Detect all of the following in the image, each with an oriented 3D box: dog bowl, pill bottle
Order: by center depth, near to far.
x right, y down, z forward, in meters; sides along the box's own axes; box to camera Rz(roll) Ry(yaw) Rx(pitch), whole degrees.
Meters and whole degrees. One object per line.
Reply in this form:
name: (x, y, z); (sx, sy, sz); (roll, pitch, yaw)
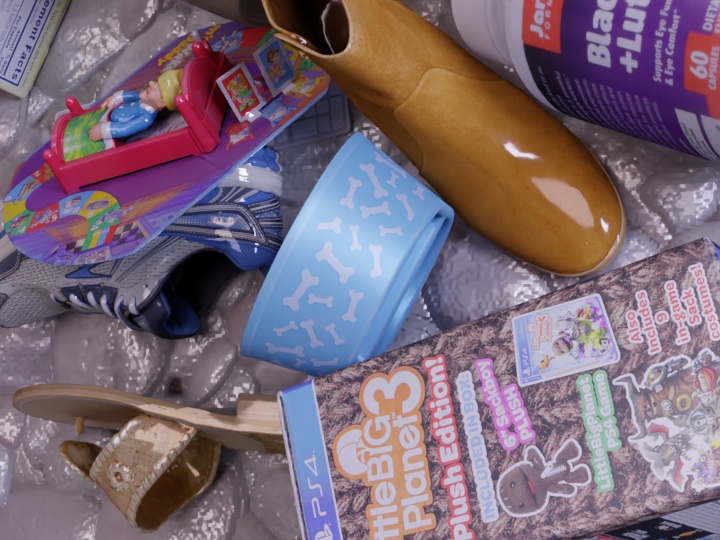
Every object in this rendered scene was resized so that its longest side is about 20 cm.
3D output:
pill bottle: (0.135, -0.114, 0.745); (0.200, 0.111, 0.112); (25, 90, 47)
dog bowl: (0.000, 0.000, 0.782); (0.049, 0.200, 0.112); (28, 92, 5)

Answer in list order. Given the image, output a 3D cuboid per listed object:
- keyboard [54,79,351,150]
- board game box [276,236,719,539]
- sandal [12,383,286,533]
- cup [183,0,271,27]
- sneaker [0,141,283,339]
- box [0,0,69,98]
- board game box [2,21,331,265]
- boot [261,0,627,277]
keyboard: (-0.094, -0.085, 0.959); (0.200, 0.011, 0.056); (-12, 72, 28)
board game box: (0.094, 0.080, 0.719); (0.200, 0.159, 0.097); (-21, 67, 23)
sandal: (-0.101, 0.103, 0.875); (0.211, 0.078, 0.070); (0, 71, 25)
cup: (-0.061, -0.214, 0.880); (0.200, 0.200, 0.143); (-40, 75, 15)
sneaker: (-0.128, 0.001, 0.920); (0.200, 0.077, 0.085); (-23, 71, 24)
box: (-0.302, -0.200, 0.996); (0.176, 0.200, 0.097); (24, 89, 33)
board game box: (-0.115, -0.087, 0.895); (0.200, 0.039, 0.158); (-41, 37, -16)
boot: (0.031, -0.078, 0.806); (0.071, 0.144, 0.201); (-50, 59, 11)
